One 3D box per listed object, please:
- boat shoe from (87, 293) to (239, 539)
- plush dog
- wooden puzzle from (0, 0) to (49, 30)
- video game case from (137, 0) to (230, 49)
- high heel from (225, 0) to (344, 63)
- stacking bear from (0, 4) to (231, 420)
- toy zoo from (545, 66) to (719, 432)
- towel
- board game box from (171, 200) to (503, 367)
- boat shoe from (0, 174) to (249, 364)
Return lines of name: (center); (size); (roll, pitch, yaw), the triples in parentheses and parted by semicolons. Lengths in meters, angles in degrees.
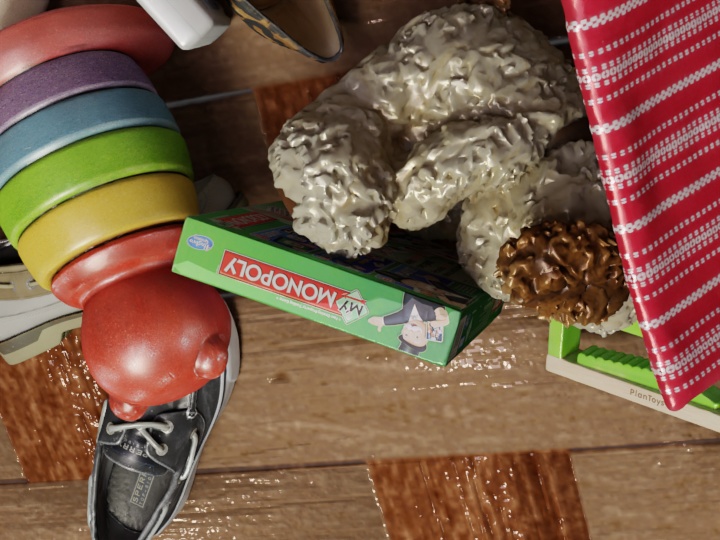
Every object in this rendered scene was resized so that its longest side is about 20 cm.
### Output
boat shoe: (-0.129, 0.096, 0.975); (0.071, 0.068, 0.201); (25, 122, 6)
plush dog: (0.080, -0.044, 0.747); (0.172, 0.200, 0.161); (47, 107, 11)
wooden puzzle: (-0.280, -0.160, 0.911); (0.199, 0.046, 0.186); (27, 123, -1)
video game case: (-0.133, -0.180, 0.761); (0.023, 0.200, 0.182); (-42, 98, 4)
high heel: (-0.053, -0.158, 0.748); (0.071, 0.200, 0.143); (-42, 96, 3)
stacking bear: (-0.129, -0.025, 0.828); (0.121, 0.114, 0.201); (-27, 77, 15)
toy zoo: (0.158, -0.024, 0.799); (0.131, 0.020, 0.201); (18, 117, 37)
towel: (0.159, -0.059, 0.684); (0.022, 0.144, 0.201); (8, 120, 55)
board game box: (0.000, 0.000, 0.802); (0.134, 0.200, 0.029); (18, 99, 10)
boat shoe: (-0.156, -0.011, 0.924); (0.199, 0.075, 0.069); (-27, 106, 27)
